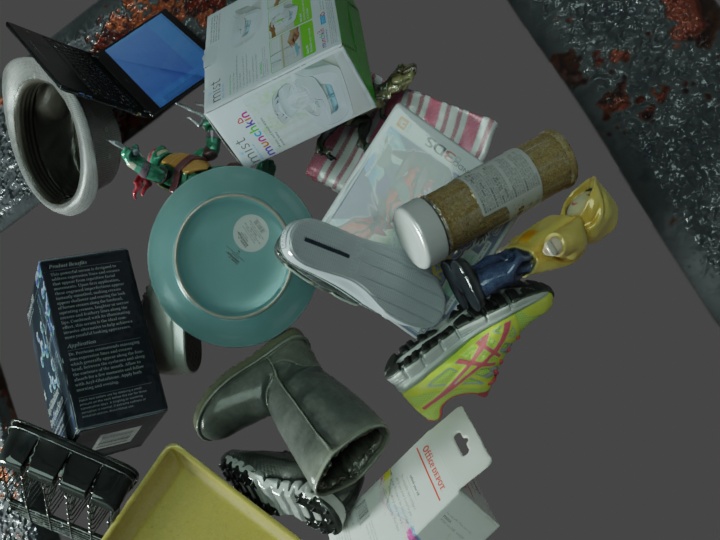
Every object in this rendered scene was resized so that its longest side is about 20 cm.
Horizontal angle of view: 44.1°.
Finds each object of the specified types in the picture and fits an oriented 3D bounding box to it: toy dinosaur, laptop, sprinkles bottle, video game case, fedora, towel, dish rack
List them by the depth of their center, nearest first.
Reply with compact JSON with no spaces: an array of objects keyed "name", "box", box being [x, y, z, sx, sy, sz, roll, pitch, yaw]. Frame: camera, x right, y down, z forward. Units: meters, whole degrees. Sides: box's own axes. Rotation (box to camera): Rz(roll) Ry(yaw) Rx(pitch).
[{"name":"sprinkles bottle","box":[0.131,-0.076,0.920,0.197,0.069,0.069,-29,69,-16]},{"name":"video game case","box":[0.060,-0.049,0.983,0.180,0.023,0.202,34,93,2]},{"name":"dish rack","box":[-0.338,0.257,1.020,0.151,0.201,0.055,24,53,-1]},{"name":"toy dinosaur","box":[-0.017,-0.172,1.028,0.196,0.047,0.090,-16,62,18]},{"name":"towel","box":[0.044,-0.140,1.036,0.197,0.030,0.149,25,89,23]},{"name":"laptop","box":[-0.299,-0.276,1.095,0.177,0.198,0.105,43,109,36]},{"name":"fedora","box":[-0.371,-0.177,1.141,0.174,0.090,0.205,0,109,38]}]

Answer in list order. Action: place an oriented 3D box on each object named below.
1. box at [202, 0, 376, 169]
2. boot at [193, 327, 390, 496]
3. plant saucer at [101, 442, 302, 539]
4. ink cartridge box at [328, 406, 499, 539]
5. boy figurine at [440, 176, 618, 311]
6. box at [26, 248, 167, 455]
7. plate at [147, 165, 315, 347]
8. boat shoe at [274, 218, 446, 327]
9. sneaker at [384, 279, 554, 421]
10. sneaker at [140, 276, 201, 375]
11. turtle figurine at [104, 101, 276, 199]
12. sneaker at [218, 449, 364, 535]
[{"name":"box","box":[-0.087,-0.245,1.027,0.173,0.097,0.203,-24,45,14]},{"name":"boot","box":[-0.080,0.171,0.957,0.182,0.073,0.200,-43,48,2]},{"name":"plant saucer","box":[-0.185,0.325,0.993,0.198,0.048,0.202,37,92,0]},{"name":"ink cartridge box","box":[0.064,0.247,0.900,0.200,0.117,0.067,-45,112,8]},{"name":"boy figurine","box":[0.185,-0.029,0.915,0.197,0.124,0.065,-30,95,-8]},{"name":"box","box":[-0.313,0.102,1.043,0.149,0.105,0.204,-46,58,54]},{"name":"plate","box":[-0.141,-0.016,0.996,0.195,0.026,0.206,0,90,-5]},{"name":"boat shoe","box":[0.000,0.000,0.942,0.197,0.071,0.073,29,76,-18]},{"name":"sneaker","box":[0.126,0.085,0.946,0.198,0.078,0.091,-33,102,2]},{"name":"sneaker","box":[-0.243,0.025,1.086,0.083,0.073,0.205,-5,79,16]},{"name":"turtle figurine","box":[-0.209,-0.134,1.096,0.197,0.102,0.150,22,47,27]},{"name":"sneaker","box":[-0.072,0.227,0.990,0.197,0.068,0.090,6,38,42]}]
